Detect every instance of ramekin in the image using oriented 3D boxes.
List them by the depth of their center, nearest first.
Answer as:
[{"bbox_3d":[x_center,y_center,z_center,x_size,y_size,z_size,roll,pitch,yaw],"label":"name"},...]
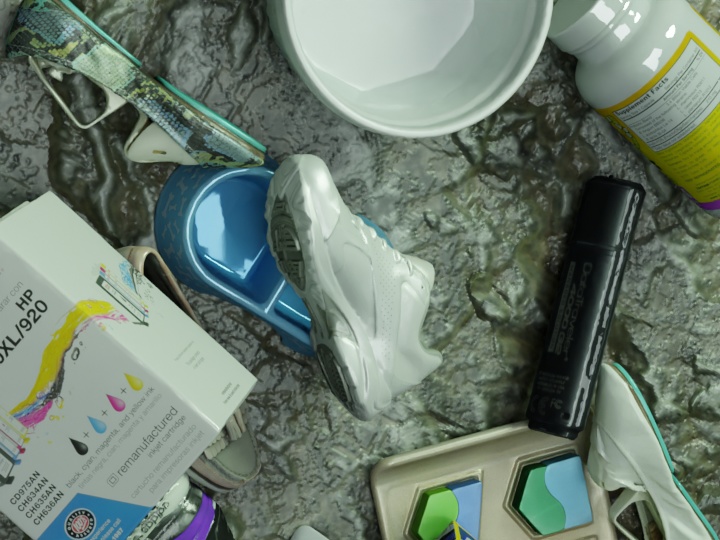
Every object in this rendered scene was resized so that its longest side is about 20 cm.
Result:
[{"bbox_3d":[0.026,-0.197,1.657,0.200,0.105,0.201,-3,99,-17],"label":"ramekin"}]

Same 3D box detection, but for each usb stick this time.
[{"bbox_3d":[0.168,0.026,1.755,0.033,0.055,0.201,18,86,-41],"label":"usb stick"}]

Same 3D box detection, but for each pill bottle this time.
[{"bbox_3d":[0.230,-0.136,1.733,0.200,0.104,0.104,41,85,-19],"label":"pill bottle"}]

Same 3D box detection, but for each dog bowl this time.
[{"bbox_3d":[-0.052,-0.010,1.691,0.200,0.050,0.112,32,88,-19],"label":"dog bowl"}]

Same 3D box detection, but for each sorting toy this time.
[{"bbox_3d":[0.112,0.217,1.786,0.185,0.036,0.201,-14,103,-16],"label":"sorting toy"}]

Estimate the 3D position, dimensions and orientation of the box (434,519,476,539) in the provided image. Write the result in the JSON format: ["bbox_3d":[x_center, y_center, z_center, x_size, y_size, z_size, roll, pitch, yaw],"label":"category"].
[{"bbox_3d":[0.027,0.283,1.730,0.070,0.064,0.200,42,97,-6],"label":"box"}]

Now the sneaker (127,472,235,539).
[{"bbox_3d":[-0.166,0.242,1.684,0.200,0.070,0.100,-47,111,-5],"label":"sneaker"}]

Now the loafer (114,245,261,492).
[{"bbox_3d":[-0.126,0.071,1.661,0.200,0.063,0.072,57,41,-15],"label":"loafer"}]

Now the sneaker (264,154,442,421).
[{"bbox_3d":[0.000,0.000,1.652,0.099,0.078,0.200,-27,115,-19],"label":"sneaker"}]

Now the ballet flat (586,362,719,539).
[{"bbox_3d":[0.211,0.160,1.783,0.069,0.069,0.200,-36,121,-9],"label":"ballet flat"}]

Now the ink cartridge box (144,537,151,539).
[{"bbox_3d":[-0.154,0.290,1.641,0.200,0.047,0.198,-52,131,1],"label":"ink cartridge box"}]

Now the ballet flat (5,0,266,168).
[{"bbox_3d":[-0.160,-0.115,1.627,0.200,0.074,0.074,37,87,-6],"label":"ballet flat"}]

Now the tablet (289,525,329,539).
[{"bbox_3d":[-0.051,0.298,1.707,0.200,0.130,0.014,-59,144,-2],"label":"tablet"}]

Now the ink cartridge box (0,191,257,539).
[{"bbox_3d":[-0.198,0.074,1.564,0.200,0.145,0.147,41,103,-2],"label":"ink cartridge box"}]
